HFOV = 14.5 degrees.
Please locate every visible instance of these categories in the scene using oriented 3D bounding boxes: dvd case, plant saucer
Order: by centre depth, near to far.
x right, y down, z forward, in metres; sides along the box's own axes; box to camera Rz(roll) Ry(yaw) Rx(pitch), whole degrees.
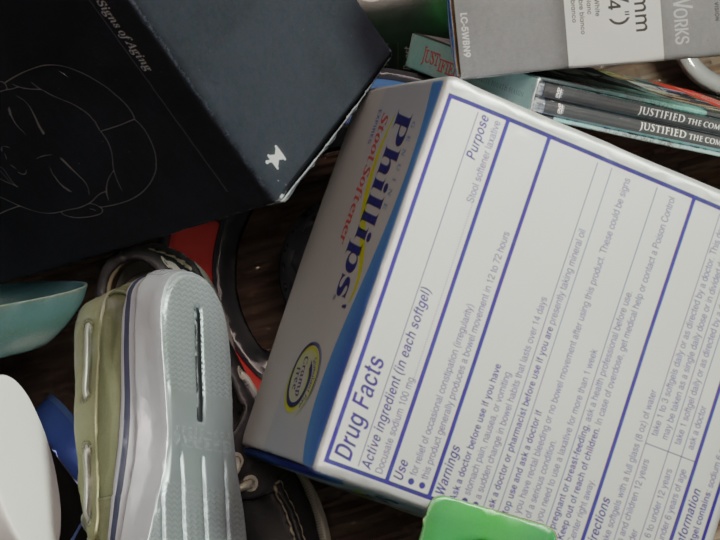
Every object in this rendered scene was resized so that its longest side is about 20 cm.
[{"bbox_3d":[-0.223,0.030,1.290,0.200,0.200,0.027,-7,93,-8],"label":"plant saucer"},{"bbox_3d":[0.139,-0.077,1.358,0.200,0.146,0.022,11,98,-25],"label":"dvd case"}]

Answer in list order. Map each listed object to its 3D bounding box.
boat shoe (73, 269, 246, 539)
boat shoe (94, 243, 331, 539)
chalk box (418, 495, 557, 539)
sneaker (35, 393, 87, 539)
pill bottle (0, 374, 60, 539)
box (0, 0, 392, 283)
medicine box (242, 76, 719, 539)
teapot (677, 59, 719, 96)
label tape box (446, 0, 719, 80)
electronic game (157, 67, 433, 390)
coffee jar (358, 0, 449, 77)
[{"bbox_3d":[-0.093,0.100,1.256,0.062,0.072,0.200,-14,66,37],"label":"boat shoe"},{"bbox_3d":[-0.071,0.080,1.315,0.074,0.060,0.200,-21,79,9],"label":"boat shoe"},{"bbox_3d":[0.039,0.199,1.190,0.125,0.124,0.200,17,66,-16],"label":"chalk box"},{"bbox_3d":[-0.117,0.153,1.299,0.078,0.070,0.200,-36,69,-8],"label":"sneaker"},{"bbox_3d":[-0.241,0.111,1.249,0.200,0.113,0.113,-15,65,11],"label":"pill bottle"},{"bbox_3d":[-0.131,-0.119,1.293,0.200,0.196,0.124,55,47,-22],"label":"box"},{"bbox_3d":[0.075,0.032,1.284,0.200,0.103,0.182,21,83,-19],"label":"medicine box"},{"bbox_3d":[0.170,-0.217,1.454,0.146,0.197,0.200,-32,43,19],"label":"teapot"},{"bbox_3d":[0.140,-0.142,1.304,0.200,0.144,0.063,-5,108,5],"label":"label tape box"},{"bbox_3d":[0.000,0.000,1.364,0.200,0.042,0.200,0,82,4],"label":"electronic game"},{"bbox_3d":[-0.001,-0.134,1.431,0.200,0.085,0.104,-10,62,-9],"label":"coffee jar"}]
